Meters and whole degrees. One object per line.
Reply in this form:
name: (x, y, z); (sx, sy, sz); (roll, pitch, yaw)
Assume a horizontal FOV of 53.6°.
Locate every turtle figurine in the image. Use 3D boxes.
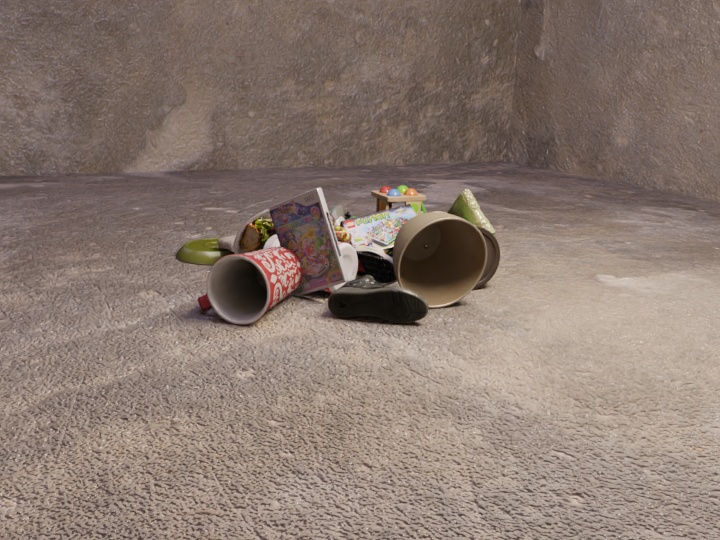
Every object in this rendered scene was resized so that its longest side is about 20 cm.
turtle figurine: (-0.094, -0.104, 1.629); (0.199, 0.065, 0.161); (12, -7, 24)

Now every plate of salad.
plate of salad: (-0.204, -0.072, 1.695); (0.199, 0.201, 0.048); (-8, 49, -31)

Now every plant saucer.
plant saucer: (-0.380, -0.054, 1.858); (0.198, 0.031, 0.200); (1, 16, 0)

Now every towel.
towel: (0.273, -0.111, 1.790); (0.036, 0.149, 0.200); (-24, -14, -13)
towel: (-0.251, -0.079, 1.800); (0.199, 0.035, 0.132); (-14, 12, -25)

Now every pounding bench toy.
pounding bench toy: (0.142, -0.168, 2.097); (0.198, 0.157, 0.124); (-4, 16, -23)

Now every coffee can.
coffee can: (0.219, -0.051, 1.697); (0.145, 0.148, 0.200); (-4, 16, -19)

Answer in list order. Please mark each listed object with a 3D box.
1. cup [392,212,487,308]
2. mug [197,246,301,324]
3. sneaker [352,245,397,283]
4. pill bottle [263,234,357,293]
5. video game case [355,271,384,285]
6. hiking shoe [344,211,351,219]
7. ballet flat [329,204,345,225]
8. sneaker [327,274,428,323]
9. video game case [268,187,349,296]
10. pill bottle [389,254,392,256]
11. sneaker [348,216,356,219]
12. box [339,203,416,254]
cup: (0.147, -0.042, 1.510); (0.199, 0.202, 0.143); (-3, 25, -18)
mug: (-0.223, 0.016, 1.439); (0.176, 0.135, 0.200); (8, 13, 16)
sneaker: (0.039, -0.024, 1.629); (0.093, 0.071, 0.199); (-18, 21, -37)
pill bottle: (-0.116, -0.018, 1.598); (0.199, 0.115, 0.114); (11, 17, 31)
video game case: (0.000, 0.000, 1.718); (0.199, 0.023, 0.181); (14, 20, 37)
hiking shoe: (-0.058, -0.105, 1.973); (0.074, 0.087, 0.200); (2, 15, 2)
ballet flat: (-0.072, -0.086, 1.826); (0.063, 0.068, 0.201); (15, 55, 25)
sneaker: (0.043, 0.052, 1.429); (0.198, 0.077, 0.114); (1, 21, 16)
video game case: (-0.110, -0.057, 1.500); (0.142, 0.202, 0.018); (-16, 2, 36)
pill bottle: (0.060, -0.089, 1.872); (0.198, 0.113, 0.112); (0, 15, -13)
sneaker: (0.057, -0.120, 1.963); (0.198, 0.084, 0.074); (15, 23, -18)
box: (0.058, -0.094, 1.786); (0.199, 0.035, 0.111); (-16, 63, -22)
